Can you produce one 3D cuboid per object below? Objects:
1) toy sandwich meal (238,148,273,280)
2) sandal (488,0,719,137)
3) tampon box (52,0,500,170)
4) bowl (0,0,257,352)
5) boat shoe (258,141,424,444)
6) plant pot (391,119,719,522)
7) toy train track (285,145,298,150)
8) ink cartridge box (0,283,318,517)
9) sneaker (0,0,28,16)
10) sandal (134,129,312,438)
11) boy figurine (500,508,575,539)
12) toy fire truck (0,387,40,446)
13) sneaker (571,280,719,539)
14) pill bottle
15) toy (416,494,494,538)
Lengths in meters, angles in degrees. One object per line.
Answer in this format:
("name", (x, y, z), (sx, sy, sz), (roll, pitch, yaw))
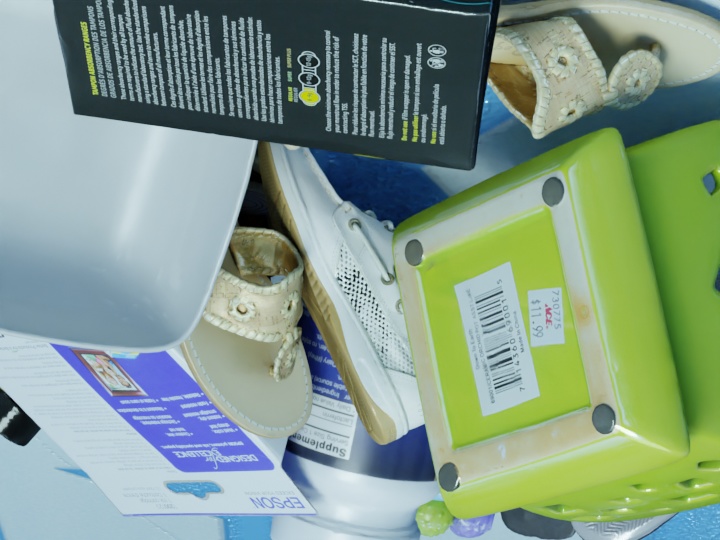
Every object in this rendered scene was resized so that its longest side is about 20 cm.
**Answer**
("toy sandwich meal", (-0.122, -0.021, 1.295), (0.204, 0.071, 0.206), (9, 151, 5))
("sandal", (0.086, -0.101, 1.065), (0.210, 0.070, 0.078), (10, 151, 4))
("tampon box", (-0.031, -0.152, 0.951), (0.199, 0.151, 0.127), (9, 150, 5))
("bowl", (-0.161, -0.069, 1.064), (0.199, 0.201, 0.075), (12, -171, -28))
("boat shoe", (0.000, 0.000, 1.180), (0.069, 0.201, 0.071), (-22, 165, -10))
("plant pot", (0.135, 0.032, 1.102), (0.181, 0.201, 0.198), (-1, 165, -42))
("toy train track", (-0.059, -0.093, 1.139), (0.199, 0.033, 0.115), (7, 155, 39))
("ink cartridge box", (-0.139, 0.076, 1.253), (0.197, 0.044, 0.200), (-6, 132, 45))
("sneaker", (-0.249, -0.112, 1.115), (0.199, 0.078, 0.078), (-28, 106, 11))
("sandal", (-0.067, 0.000, 1.143), (0.069, 0.077, 0.213), (-10, 107, 51))
("boy figurine", (0.163, 0.101, 1.335), (0.064, 0.200, 0.125), (-2, 107, 36))
("toy fire truck", (-0.283, 0.020, 1.395), (0.176, 0.129, 0.200), (39, -175, -28))
("sneaker", (0.210, 0.107, 1.282), (0.077, 0.200, 0.112), (34, 165, 28))
("pill bottle", (0.007, 0.080, 1.271), (0.115, 0.201, 0.116), (11, -173, -1))
("toy", (0.047, 0.181, 1.570), (0.199, 0.048, 0.115), (10, 179, 8))
